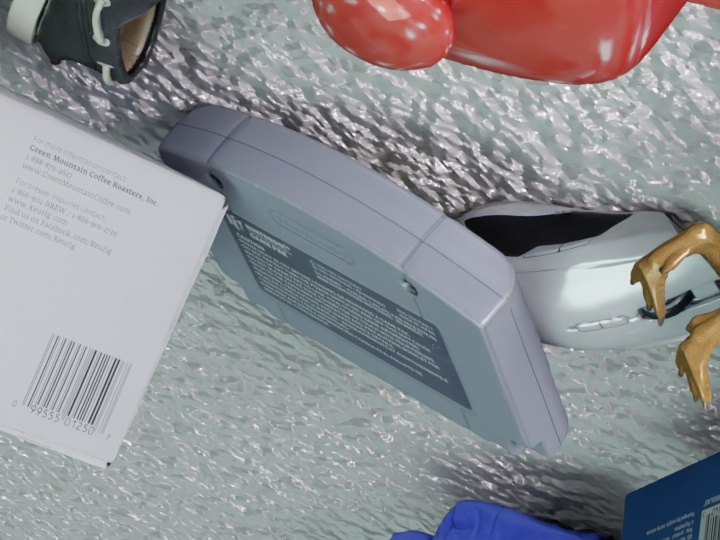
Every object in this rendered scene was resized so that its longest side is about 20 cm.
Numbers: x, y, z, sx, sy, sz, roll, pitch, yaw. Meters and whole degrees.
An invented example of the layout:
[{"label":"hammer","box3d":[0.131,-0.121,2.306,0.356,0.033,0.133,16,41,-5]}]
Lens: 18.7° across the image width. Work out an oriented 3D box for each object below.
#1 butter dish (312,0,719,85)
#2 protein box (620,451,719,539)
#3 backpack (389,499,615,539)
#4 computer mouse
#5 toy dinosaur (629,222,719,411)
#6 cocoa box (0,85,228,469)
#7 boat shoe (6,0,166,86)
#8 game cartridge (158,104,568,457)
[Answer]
[{"label":"butter dish","box3d":[0.032,-0.124,0.655,0.198,0.149,0.201,22,153,13]},{"label":"protein box","box3d":[0.205,0.187,0.940,0.134,0.202,0.198,16,157,-17]},{"label":"backpack","box3d":[0.096,0.223,1.191,0.167,0.164,0.200,16,165,40]},{"label":"computer mouse","box3d":[0.119,0.011,0.920,0.199,0.044,0.110,2,144,40]},{"label":"toy dinosaur","box3d":[0.158,-0.007,0.813,0.061,0.105,0.201,-120,10,-49]},{"label":"cocoa box","box3d":[-0.187,-0.021,0.946,0.199,0.134,0.131,24,179,-35]},{"label":"boat shoe","box3d":[-0.093,-0.126,0.850,0.060,0.074,0.200,30,156,-5]},{"label":"game cartridge","box3d":[0.000,0.000,0.973,0.199,0.041,0.133,29,161,34]}]
